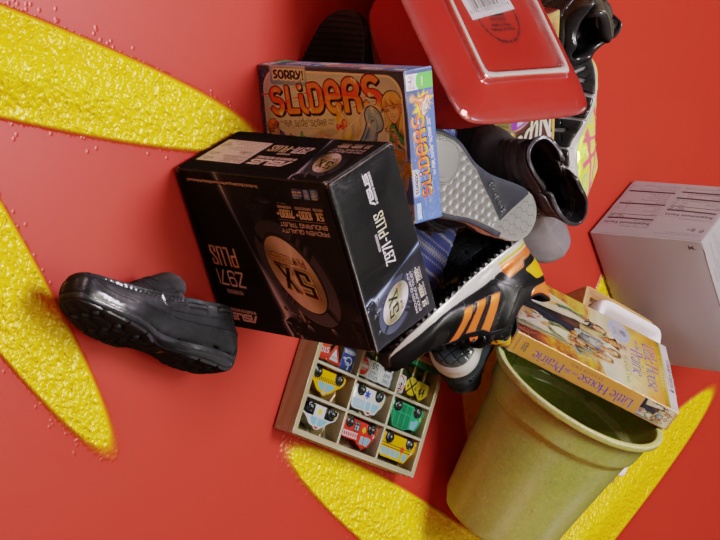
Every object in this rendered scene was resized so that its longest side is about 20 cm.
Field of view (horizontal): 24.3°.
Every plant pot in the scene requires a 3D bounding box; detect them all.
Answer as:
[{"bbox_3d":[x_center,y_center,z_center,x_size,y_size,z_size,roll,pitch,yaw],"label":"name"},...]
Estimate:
[{"bbox_3d":[0.189,0.198,1.782,0.200,0.200,0.184,6,120,-48],"label":"plant pot"}]

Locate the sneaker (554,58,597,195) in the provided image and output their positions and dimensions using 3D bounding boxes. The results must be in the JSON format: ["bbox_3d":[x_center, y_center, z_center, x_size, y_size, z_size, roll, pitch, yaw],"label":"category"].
[{"bbox_3d":[0.233,-0.145,1.884,0.090,0.078,0.200,9,93,-59],"label":"sneaker"}]

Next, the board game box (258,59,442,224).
[{"bbox_3d":[-0.012,-0.120,1.511,0.034,0.200,0.136,-16,107,-40],"label":"board game box"}]

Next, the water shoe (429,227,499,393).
[{"bbox_3d":[0.119,0.036,1.779,0.079,0.071,0.200,71,35,-53],"label":"water shoe"}]

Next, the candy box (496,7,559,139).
[{"bbox_3d":[0.162,-0.173,1.773,0.117,0.056,0.200,-30,127,-55],"label":"candy box"}]

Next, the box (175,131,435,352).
[{"bbox_3d":[-0.051,-0.029,1.481,0.086,0.200,0.164,-36,121,-38],"label":"box"}]

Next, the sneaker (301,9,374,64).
[{"bbox_3d":[-0.008,-0.153,1.614,0.088,0.074,0.200,-13,112,-52],"label":"sneaker"}]

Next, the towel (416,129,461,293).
[{"bbox_3d":[0.058,-0.084,1.733,0.145,0.024,0.200,36,67,-43],"label":"towel"}]

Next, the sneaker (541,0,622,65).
[{"bbox_3d":[0.244,-0.310,1.835,0.076,0.114,0.200,35,68,-46],"label":"sneaker"}]

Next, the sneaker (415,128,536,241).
[{"bbox_3d":[0.055,-0.089,1.608,0.202,0.146,0.077,30,81,-43],"label":"sneaker"}]

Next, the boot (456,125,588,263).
[{"bbox_3d":[0.182,-0.064,1.680,0.070,0.132,0.200,-50,126,-11],"label":"boot"}]

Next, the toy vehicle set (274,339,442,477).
[{"bbox_3d":[0.003,0.127,1.693,0.200,0.026,0.124,27,76,-47],"label":"toy vehicle set"}]

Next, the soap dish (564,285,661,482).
[{"bbox_3d":[0.266,0.133,1.945,0.157,0.081,0.200,25,77,-47],"label":"soap dish"}]

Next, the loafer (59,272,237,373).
[{"bbox_3d":[-0.181,0.034,1.443,0.200,0.068,0.071,27,61,-49],"label":"loafer"}]

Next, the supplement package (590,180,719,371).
[{"bbox_3d":[0.392,0.008,2.010,0.111,0.156,0.200,-46,127,-35],"label":"supplement package"}]

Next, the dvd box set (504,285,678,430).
[{"bbox_3d":[0.246,0.084,1.803,0.029,0.200,0.146,-58,-170,26],"label":"dvd box set"}]

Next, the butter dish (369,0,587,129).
[{"bbox_3d":[0.085,-0.205,1.583,0.200,0.148,0.200,-11,74,-45],"label":"butter dish"}]

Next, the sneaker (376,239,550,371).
[{"bbox_3d":[0.110,0.052,1.674,0.200,0.070,0.090,-40,101,-20],"label":"sneaker"}]
